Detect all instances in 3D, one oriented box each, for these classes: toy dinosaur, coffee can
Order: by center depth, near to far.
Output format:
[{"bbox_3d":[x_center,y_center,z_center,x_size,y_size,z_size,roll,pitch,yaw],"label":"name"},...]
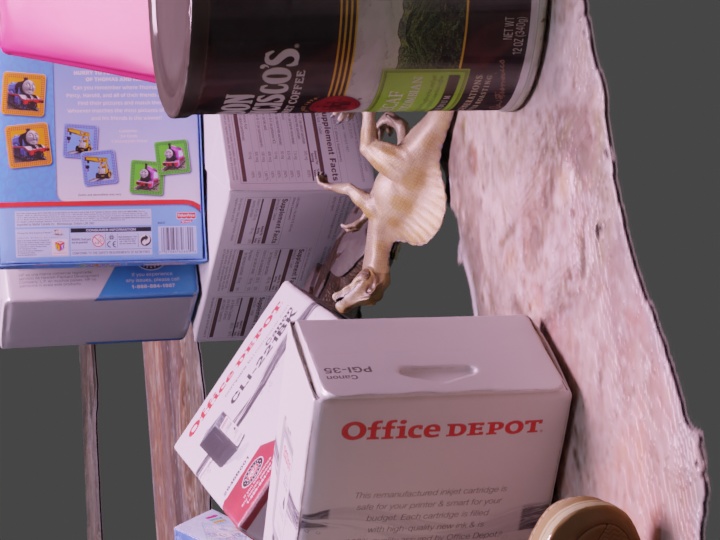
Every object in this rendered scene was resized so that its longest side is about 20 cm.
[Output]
[{"bbox_3d":[-0.011,-0.161,1.356,0.146,0.199,0.147,178,90,-77],"label":"coffee can"},{"bbox_3d":[0.027,-0.068,1.545,0.101,0.058,0.200,50,129,35],"label":"toy dinosaur"}]

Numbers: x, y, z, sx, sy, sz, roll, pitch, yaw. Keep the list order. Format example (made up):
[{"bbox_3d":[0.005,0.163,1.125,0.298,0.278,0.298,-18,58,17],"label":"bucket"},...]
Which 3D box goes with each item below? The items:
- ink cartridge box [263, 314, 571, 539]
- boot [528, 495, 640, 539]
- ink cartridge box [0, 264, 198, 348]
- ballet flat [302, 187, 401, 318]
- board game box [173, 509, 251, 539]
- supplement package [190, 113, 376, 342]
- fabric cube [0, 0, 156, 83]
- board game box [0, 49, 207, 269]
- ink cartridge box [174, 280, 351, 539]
[{"bbox_3d":[0.027,0.127,1.347,0.083,0.146,0.200,-112,26,-55],"label":"ink cartridge box"},{"bbox_3d":[0.090,0.181,1.251,0.155,0.073,0.200,-125,30,-61],"label":"boot"},{"bbox_3d":[-0.208,-0.050,1.827,0.085,0.144,0.200,111,154,-61],"label":"ink cartridge box"},{"bbox_3d":[0.000,0.000,1.678,0.200,0.046,0.068,126,162,-60],"label":"ballet flat"},{"bbox_3d":[-0.040,0.283,1.611,0.199,0.043,0.201,17,117,39],"label":"board game box"},{"bbox_3d":[-0.067,-0.065,1.785,0.200,0.111,0.156,109,156,-55],"label":"supplement package"},{"bbox_3d":[-0.095,-0.227,1.545,0.199,0.200,0.197,14,108,40],"label":"fabric cube"},{"bbox_3d":[-0.191,-0.103,1.739,0.037,0.151,0.201,160,108,-77],"label":"board game box"},{"bbox_3d":[-0.033,0.102,1.584,0.144,0.084,0.200,-56,19,0],"label":"ink cartridge box"}]
